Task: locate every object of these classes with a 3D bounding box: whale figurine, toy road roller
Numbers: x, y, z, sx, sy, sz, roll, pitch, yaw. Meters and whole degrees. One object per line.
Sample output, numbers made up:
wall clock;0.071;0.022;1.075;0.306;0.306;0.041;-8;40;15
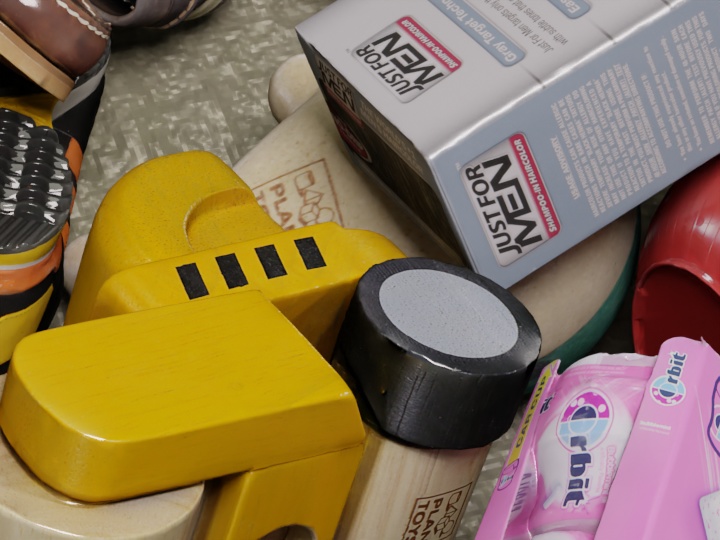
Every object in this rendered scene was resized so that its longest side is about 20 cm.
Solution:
whale figurine;0.000;0.000;0.941;0.199;0.104;0.160;-22;59;5
toy road roller;-0.059;0.044;0.802;0.199;0.123;0.146;-13;44;-40

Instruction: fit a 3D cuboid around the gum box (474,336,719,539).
gum box;0.107;0.123;0.810;0.200;0.066;0.114;48;48;-32

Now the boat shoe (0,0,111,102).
boat shoe;-0.148;-0.140;0.920;0.070;0.070;0.200;-46;69;-1

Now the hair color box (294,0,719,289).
hair color box;0.091;-0.085;0.855;0.199;0.061;0.099;-32;37;-9

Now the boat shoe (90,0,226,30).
boat shoe;-0.116;-0.173;0.984;0.200;0.074;0.073;51;31;-1

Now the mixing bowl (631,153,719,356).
mixing bowl;0.158;0.023;0.879;0.108;0.200;0.201;-23;63;-19

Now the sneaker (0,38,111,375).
sneaker;-0.130;-0.025;0.935;0.070;0.090;0.200;11;27;-7
